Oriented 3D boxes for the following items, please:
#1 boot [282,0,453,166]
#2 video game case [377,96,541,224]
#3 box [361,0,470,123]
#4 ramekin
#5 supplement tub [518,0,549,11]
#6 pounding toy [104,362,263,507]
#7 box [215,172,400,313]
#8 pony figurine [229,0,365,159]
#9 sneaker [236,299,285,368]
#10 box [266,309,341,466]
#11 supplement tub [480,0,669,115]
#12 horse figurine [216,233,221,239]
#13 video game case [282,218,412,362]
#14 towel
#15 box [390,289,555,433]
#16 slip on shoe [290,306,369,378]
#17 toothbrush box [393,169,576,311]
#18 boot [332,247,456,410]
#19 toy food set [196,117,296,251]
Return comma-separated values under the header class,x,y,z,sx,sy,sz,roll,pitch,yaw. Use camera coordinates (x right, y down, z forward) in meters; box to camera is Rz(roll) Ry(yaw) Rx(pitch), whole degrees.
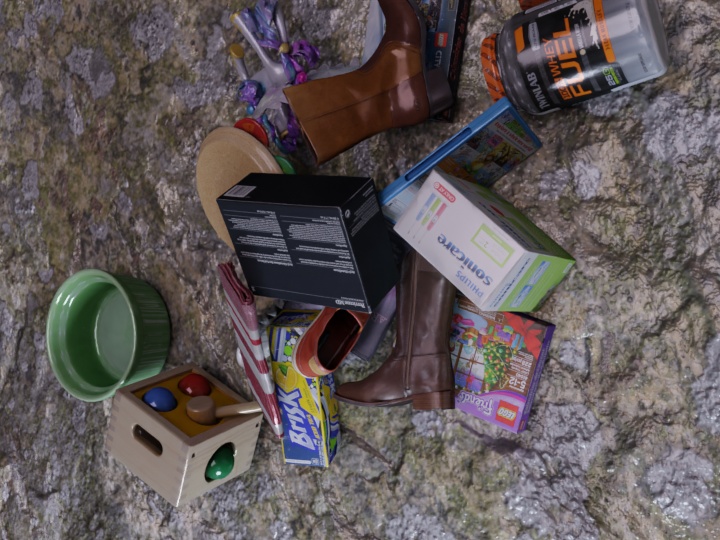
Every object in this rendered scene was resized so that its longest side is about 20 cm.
class,x,y,z,sx,sy,sz,roll,pitch,yaw
boot,-0.005,-0.251,1.130,0.196,0.068,0.192,-21,89,-6
video game case,0.118,-0.119,1.087,0.198,0.143,0.018,-36,65,15
box,0.071,-0.305,1.195,0.134,0.037,0.205,10,94,30
ramekin,-0.395,0.101,1.420,0.196,0.097,0.206,-1,88,30
supplement tub,0.220,-0.421,1.064,0.120,0.122,0.205,-12,83,29
pounding toy,-0.224,0.219,1.284,0.198,0.183,0.145,28,114,27
box,-0.064,-0.037,1.087,0.197,0.079,0.144,7,125,36
pony figurine,-0.106,-0.268,1.228,0.204,0.164,0.192,66,154,-1
sneaker,-0.101,0.080,1.269,0.081,0.075,0.200,48,111,13
box,-0.074,0.159,1.210,0.068,0.064,0.205,0,108,19
supplement tub,0.247,-0.258,1.043,0.196,0.122,0.126,-16,81,29
horse figurine,-0.128,-0.066,1.295,0.200,0.050,0.134,42,101,28
video game case,0.000,0.000,1.204,0.141,0.019,0.203,30,98,6
towel,-0.141,0.102,1.182,0.144,0.022,0.204,-134,30,-60
box,0.137,0.104,1.144,0.197,0.039,0.140,19,99,29
slip on shoe,-0.013,0.051,1.137,0.061,0.074,0.202,1,52,55
toothbrush box,0.150,-0.030,1.048,0.145,0.199,0.087,44,109,24
boot,0.045,0.072,1.144,0.183,0.064,0.206,-3,84,30
toy food set,-0.151,-0.105,1.218,0.197,0.048,0.202,4,117,44
